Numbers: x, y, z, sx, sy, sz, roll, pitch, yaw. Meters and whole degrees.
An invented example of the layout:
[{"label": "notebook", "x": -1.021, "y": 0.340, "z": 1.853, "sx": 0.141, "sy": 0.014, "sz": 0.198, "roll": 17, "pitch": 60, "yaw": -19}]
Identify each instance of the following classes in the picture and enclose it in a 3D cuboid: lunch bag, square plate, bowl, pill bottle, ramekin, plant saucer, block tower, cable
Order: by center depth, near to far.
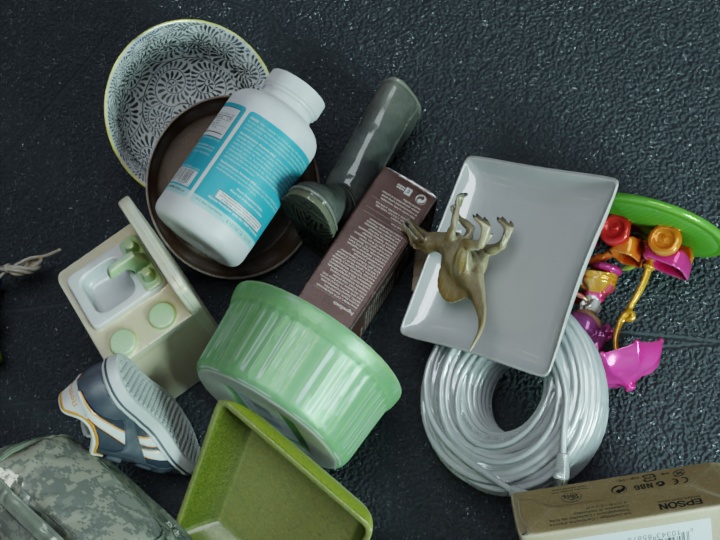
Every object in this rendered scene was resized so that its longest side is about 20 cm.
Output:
[{"label": "lunch bag", "x": -0.278, "y": 0.261, "z": 1.273, "sx": 0.199, "sy": 0.168, "sz": 0.140, "roll": 38, "pitch": 87, "yaw": 20}, {"label": "plant saucer", "x": -0.079, "y": 0.245, "z": 1.276, "sx": 0.199, "sy": 0.201, "sz": 0.048, "roll": 37, "pitch": 37, "yaw": 21}, {"label": "square plate", "x": 0.147, "y": -0.008, "z": 1.283, "sx": 0.197, "sy": 0.028, "sz": 0.202, "roll": 14, "pitch": 80, "yaw": 45}, {"label": "cable", "x": 0.154, "y": 0.123, "z": 1.296, "sx": 0.199, "sy": 0.069, "sz": 0.202, "roll": 16, "pitch": 86, "yaw": 40}, {"label": "ramekin", "x": -0.067, "y": 0.110, "z": 1.298, "sx": 0.199, "sy": 0.200, "sz": 0.098, "roll": 28, "pitch": 70, "yaw": 18}, {"label": "block tower", "x": 0.140, "y": -0.005, "z": 1.348, "sx": 0.199, "sy": 0.054, "sz": 0.058, "roll": -12, "pitch": 62, "yaw": 39}, {"label": "pill bottle", "x": -0.120, "y": -0.113, "z": 1.376, "sx": 0.110, "sy": 0.111, "sz": 0.201, "roll": 31, "pitch": 79, "yaw": 19}, {"label": "plant saucer", "x": -0.143, "y": -0.092, "z": 1.444, "sx": 0.198, "sy": 0.034, "sz": 0.203, "roll": -1, "pitch": 92, "yaw": -22}, {"label": "bowl", "x": -0.202, "y": -0.179, "z": 1.487, "sx": 0.199, "sy": 0.094, "sz": 0.203, "roll": -1, "pitch": 93, "yaw": -21}]

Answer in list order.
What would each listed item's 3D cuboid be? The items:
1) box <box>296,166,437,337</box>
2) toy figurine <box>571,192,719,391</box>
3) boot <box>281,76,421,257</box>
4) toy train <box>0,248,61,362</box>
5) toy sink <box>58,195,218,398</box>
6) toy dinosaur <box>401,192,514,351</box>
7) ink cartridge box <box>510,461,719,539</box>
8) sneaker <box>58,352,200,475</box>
[{"label": "box", "x": 0.000, "y": 0.000, "z": 1.390, "sx": 0.074, "sy": 0.100, "sz": 0.201, "roll": 30, "pitch": 73, "yaw": 8}, {"label": "toy figurine", "x": 0.254, "y": 0.029, "z": 1.341, "sx": 0.198, "sy": 0.150, "sz": 0.186, "roll": 15, "pitch": 78, "yaw": 31}, {"label": "boot", "x": -0.002, "y": -0.121, "z": 1.411, "sx": 0.072, "sy": 0.182, "sz": 0.201, "roll": 35, "pitch": 79, "yaw": 8}, {"label": "toy train", "x": -0.419, "y": 0.054, "z": 1.445, "sx": 0.198, "sy": 0.085, "sz": 0.117, "roll": -15, "pitch": 76, "yaw": 1}, {"label": "toy sink", "x": -0.229, "y": 0.038, "z": 1.354, "sx": 0.112, "sy": 0.200, "sz": 0.131, "roll": -34, "pitch": 67, "yaw": -6}, {"label": "toy dinosaur", "x": 0.108, "y": -0.007, "z": 1.274, "sx": 0.102, "sy": 0.058, "sz": 0.200, "roll": -61, "pitch": 34, "yaw": 22}, {"label": "ink cartridge box", "x": 0.248, "y": 0.277, "z": 1.201, "sx": 0.198, "sy": 0.166, "sz": 0.075, "roll": -10, "pitch": 23, "yaw": 3}, {"label": "sneaker", "x": -0.231, "y": 0.154, "z": 1.313, "sx": 0.079, "sy": 0.200, "sz": 0.079, "roll": -24, "pitch": 49, "yaw": 7}]
